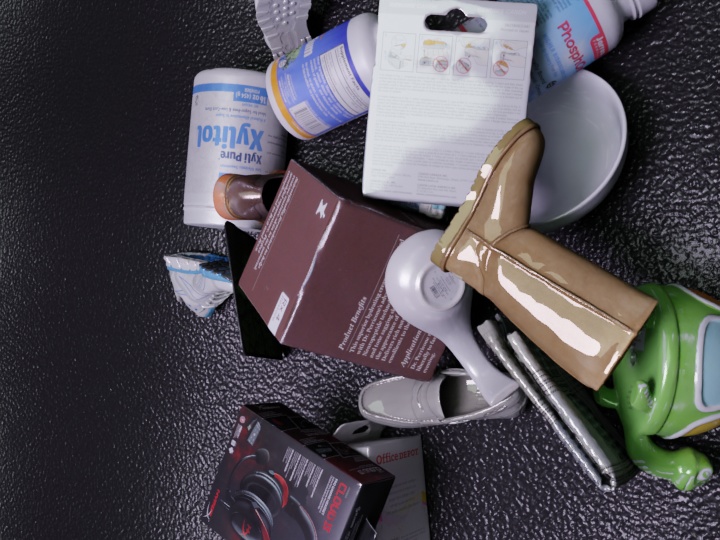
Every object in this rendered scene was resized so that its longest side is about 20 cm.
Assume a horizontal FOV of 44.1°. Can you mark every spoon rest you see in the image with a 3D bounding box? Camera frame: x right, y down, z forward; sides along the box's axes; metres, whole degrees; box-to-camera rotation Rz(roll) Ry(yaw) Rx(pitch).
[{"bbox_3d":[0.097,0.049,0.941,0.099,0.061,0.201,-34,106,-10],"label":"spoon rest"}]

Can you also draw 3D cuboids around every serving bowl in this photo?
[{"bbox_3d":[0.199,-0.124,0.976,0.199,0.066,0.201,-14,59,25],"label":"serving bowl"}]

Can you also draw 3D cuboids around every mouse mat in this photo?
[{"bbox_3d":[-0.131,0.031,1.118,0.007,0.200,0.162,-11,81,6],"label":"mouse mat"}]

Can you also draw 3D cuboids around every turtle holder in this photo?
[{"bbox_3d":[0.312,0.106,0.863,0.131,0.141,0.187,5,59,-5],"label":"turtle holder"}]

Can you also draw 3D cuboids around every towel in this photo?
[{"bbox_3d":[0.210,0.126,0.900,0.035,0.192,0.200,-43,68,15],"label":"towel"}]

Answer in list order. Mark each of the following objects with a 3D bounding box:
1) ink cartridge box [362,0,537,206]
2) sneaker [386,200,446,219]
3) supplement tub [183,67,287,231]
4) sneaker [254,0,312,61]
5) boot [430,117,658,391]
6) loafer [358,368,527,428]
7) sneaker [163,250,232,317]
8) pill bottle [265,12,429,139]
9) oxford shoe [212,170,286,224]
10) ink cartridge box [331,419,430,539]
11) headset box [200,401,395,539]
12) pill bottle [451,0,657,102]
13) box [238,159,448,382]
[{"bbox_3d":[0.091,-0.167,0.903,0.161,0.057,0.202,6,94,8],"label":"ink cartridge box"},{"bbox_3d":[0.050,-0.136,1.022,0.201,0.086,0.078,-98,19,-57],"label":"sneaker"},{"bbox_3d":[-0.163,-0.156,1.179,0.131,0.132,0.202,4,89,32],"label":"supplement tub"},{"bbox_3d":[-0.105,-0.343,1.127,0.076,0.200,0.081,-17,71,-10],"label":"sneaker"},{"bbox_3d":[0.186,-0.018,0.825,0.200,0.066,0.176,36,108,21],"label":"boot"},{"bbox_3d":[0.090,0.142,1.017,0.198,0.070,0.070,-8,72,15],"label":"loafer"},{"bbox_3d":[-0.201,0.024,1.223,0.199,0.075,0.087,10,106,53],"label":"sneaker"},{"bbox_3d":[-0.009,-0.247,1.099,0.199,0.112,0.113,-20,77,29],"label":"pill bottle"},{"bbox_3d":[-0.093,-0.087,1.093,0.072,0.200,0.072,2,98,29],"label":"oxford shoe"},{"bbox_3d":[-0.003,0.279,1.059,0.124,0.128,0.202,-9,81,31],"label":"ink cartridge box"},{"bbox_3d":[-0.064,0.256,0.978,0.199,0.075,0.150,27,100,31],"label":"headset box"},{"bbox_3d":[0.201,-0.256,0.933,0.199,0.109,0.109,-32,71,11],"label":"pill bottle"},{"bbox_3d":[0.000,0.000,0.999,0.167,0.199,0.164,-65,29,11],"label":"box"}]
